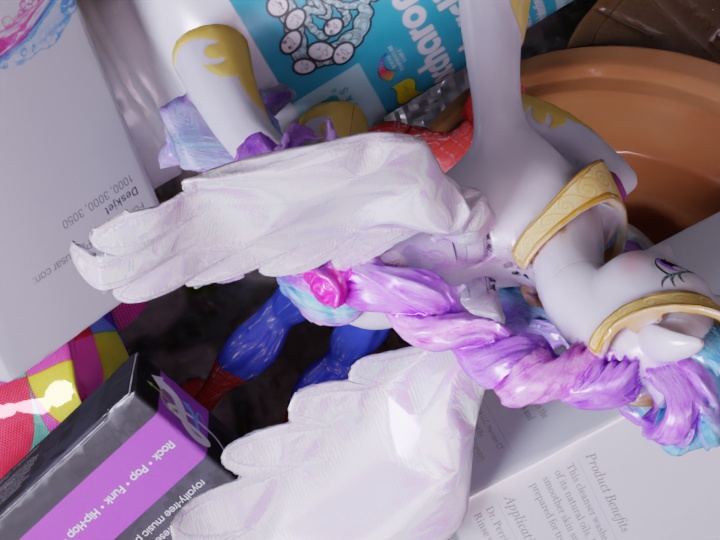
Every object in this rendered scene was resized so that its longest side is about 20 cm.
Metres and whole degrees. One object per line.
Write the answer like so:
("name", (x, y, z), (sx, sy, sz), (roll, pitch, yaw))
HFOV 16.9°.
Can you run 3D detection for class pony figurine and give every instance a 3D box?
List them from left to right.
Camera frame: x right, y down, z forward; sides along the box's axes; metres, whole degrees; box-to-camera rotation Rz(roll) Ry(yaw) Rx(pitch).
("pony figurine", (0.012, -0.005, 0.699), (0.192, 0.200, 0.167), (-18, 131, -10))

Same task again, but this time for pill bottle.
("pill bottle", (-0.008, -0.106, 0.820), (0.199, 0.111, 0.111), (-32, 114, 2))

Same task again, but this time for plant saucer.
("plant saucer", (0.100, 0.015, 0.872), (0.199, 0.037, 0.201), (14, 128, 18))

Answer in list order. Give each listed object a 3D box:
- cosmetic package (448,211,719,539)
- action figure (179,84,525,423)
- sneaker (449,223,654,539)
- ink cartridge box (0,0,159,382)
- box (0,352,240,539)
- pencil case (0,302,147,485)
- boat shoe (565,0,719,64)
("cosmetic package", (0.122, 0.050, 0.781), (0.199, 0.081, 0.113), (-27, 120, -2))
("action figure", (0.000, 0.000, 0.859), (0.065, 0.052, 0.200), (39, 130, -1))
("sneaker", (0.028, 0.052, 0.860), (0.075, 0.100, 0.200), (30, 109, -23))
("ink cartridge box", (-0.162, -0.072, 0.776), (0.085, 0.144, 0.201), (-40, 120, -34))
("box", (-0.051, 0.139, 0.824), (0.143, 0.036, 0.200), (-42, 109, 18))
("pencil case", (-0.166, 0.065, 0.854), (0.199, 0.088, 0.089), (-21, 114, 9))
("boat shoe", (0.152, -0.123, 0.882), (0.200, 0.063, 0.073), (-39, 88, 2))
